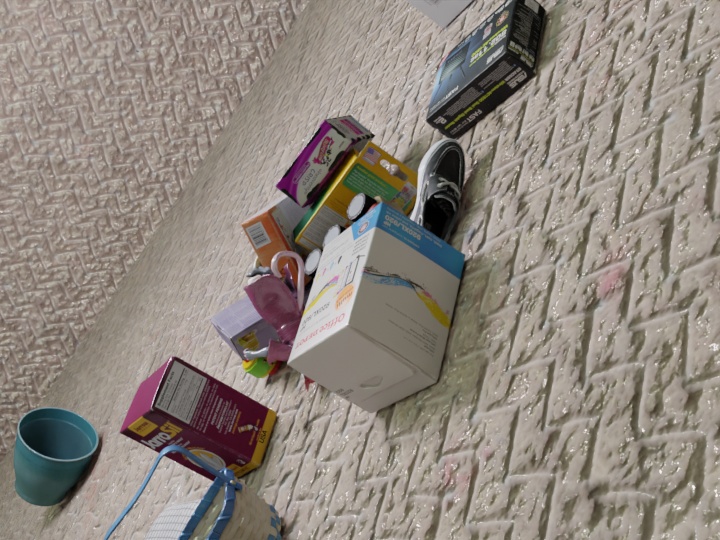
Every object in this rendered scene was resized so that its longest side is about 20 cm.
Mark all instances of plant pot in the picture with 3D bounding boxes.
[{"bbox_3d":[-0.780,0.481,2.601,0.200,0.199,0.189,-99,29,-62],"label":"plant pot"}]

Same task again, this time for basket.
[{"bbox_3d":[-0.220,0.348,1.388,0.177,0.200,0.139,-54,20,8],"label":"basket"}]

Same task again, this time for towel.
[{"bbox_3d":[-0.277,0.451,1.560,0.165,0.085,0.201,-24,37,55],"label":"towel"}]

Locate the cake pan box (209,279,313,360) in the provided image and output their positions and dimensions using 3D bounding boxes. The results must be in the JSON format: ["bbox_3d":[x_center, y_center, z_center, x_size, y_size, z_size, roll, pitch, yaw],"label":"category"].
[{"bbox_3d":[-0.156,0.068,1.770,0.184,0.052,0.200,-31,16,-13],"label":"cake pan box"}]

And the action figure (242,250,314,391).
[{"bbox_3d":[-0.094,0.085,1.566,0.149,0.201,0.134,-38,-15,36],"label":"action figure"}]

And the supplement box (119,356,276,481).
[{"bbox_3d":[-0.255,0.241,1.640,0.131,0.200,0.104,-37,28,48],"label":"supplement box"}]

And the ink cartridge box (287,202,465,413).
[{"bbox_3d":[0.022,0.051,1.333,0.147,0.144,0.201,-35,31,47],"label":"ink cartridge box"}]

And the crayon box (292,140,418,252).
[{"bbox_3d":[0.001,-0.099,1.641,0.200,0.125,0.052,-52,20,15],"label":"crayon box"}]

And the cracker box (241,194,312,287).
[{"bbox_3d":[-0.114,-0.053,1.723,0.057,0.134,0.200,-24,9,21],"label":"cracker box"}]

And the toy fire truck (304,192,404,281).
[{"bbox_3d":[0.000,0.000,1.528,0.176,0.128,0.200,-50,32,20],"label":"toy fire truck"}]

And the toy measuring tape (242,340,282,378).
[{"bbox_3d":[-0.185,0.150,1.807,0.074,0.073,0.200,-63,20,-13],"label":"toy measuring tape"}]

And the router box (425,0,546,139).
[{"bbox_3d":[0.191,-0.313,1.593,0.200,0.062,0.150,-37,30,46],"label":"router box"}]

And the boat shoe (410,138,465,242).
[{"bbox_3d":[0.111,-0.100,1.453,0.068,0.072,0.201,-20,44,63],"label":"boat shoe"}]

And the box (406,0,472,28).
[{"bbox_3d":[0.157,-0.587,1.993,0.097,0.124,0.201,-38,27,45],"label":"box"}]

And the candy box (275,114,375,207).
[{"bbox_3d":[-0.054,-0.182,1.701,0.137,0.061,0.200,-52,-2,16],"label":"candy box"}]

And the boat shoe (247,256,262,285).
[{"bbox_3d":[-0.147,-0.003,1.758,0.071,0.070,0.200,-25,16,13],"label":"boat shoe"}]
